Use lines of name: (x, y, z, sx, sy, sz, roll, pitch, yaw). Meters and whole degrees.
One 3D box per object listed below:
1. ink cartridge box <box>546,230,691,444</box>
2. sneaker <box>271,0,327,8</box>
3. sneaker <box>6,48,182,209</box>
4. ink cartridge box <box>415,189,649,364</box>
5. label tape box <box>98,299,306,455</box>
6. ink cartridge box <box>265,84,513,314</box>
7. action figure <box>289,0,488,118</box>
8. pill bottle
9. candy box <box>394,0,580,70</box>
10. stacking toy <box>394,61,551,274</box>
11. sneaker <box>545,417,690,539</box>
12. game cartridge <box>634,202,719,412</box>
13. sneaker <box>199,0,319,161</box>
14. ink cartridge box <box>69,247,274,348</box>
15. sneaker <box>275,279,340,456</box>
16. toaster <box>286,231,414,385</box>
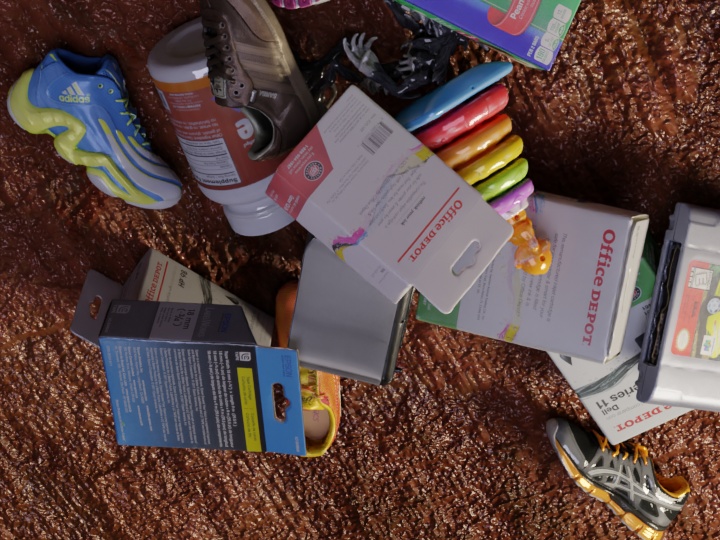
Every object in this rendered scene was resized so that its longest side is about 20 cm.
ink cartridge box: (0.275, 0.066, 1.831, 0.146, 0.083, 0.200, -27, 118, 20)
sneaker: (-0.055, -0.284, 1.572, 0.087, 0.200, 0.082, -11, 112, -29)
sneaker: (-0.246, -0.144, 1.730, 0.199, 0.076, 0.105, 31, 120, -15)
ink cartridge box: (0.169, -0.004, 1.725, 0.198, 0.087, 0.147, 13, 99, 20)
label tape box: (-0.150, 0.107, 1.753, 0.198, 0.064, 0.145, 3, 129, 7)
ink cartridge box: (0.027, -0.055, 1.594, 0.200, 0.117, 0.068, 41, 160, 1)
action figure: (0.018, -0.208, 1.647, 0.198, 0.120, 0.102, -19, 126, 23)
pill bottle: (-0.121, -0.138, 1.703, 0.111, 0.113, 0.201, -14, 123, 13)
candy box: (0.108, -0.296, 1.561, 0.198, 0.077, 0.171, 24, 93, -12)
stacking toy: (0.123, -0.085, 1.648, 0.201, 0.116, 0.110, 59, 155, -5)
sneaker: (0.282, 0.217, 1.946, 0.200, 0.078, 0.077, 39, 105, -24)
game cartridge: (0.349, 0.040, 1.763, 0.132, 0.041, 0.202, 7, 96, -35)
sneaker: (-0.106, -0.187, 1.580, 0.075, 0.070, 0.201, -42, 121, -19)
ink cartridge box: (-0.194, 0.057, 1.838, 0.199, 0.116, 0.067, 30, 123, -17)
sneaker: (-0.052, 0.106, 1.883, 0.072, 0.077, 0.202, -6, 114, 9)
toaster: (0.000, 0.000, 1.749, 0.117, 0.181, 0.202, 11, 122, -1)
